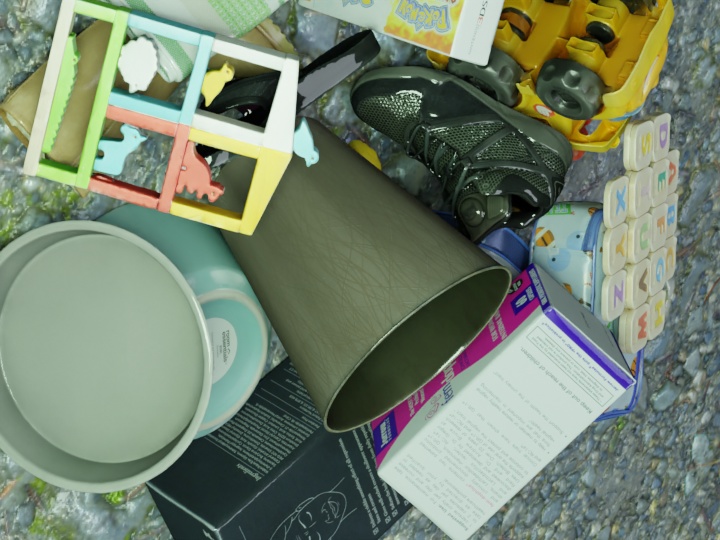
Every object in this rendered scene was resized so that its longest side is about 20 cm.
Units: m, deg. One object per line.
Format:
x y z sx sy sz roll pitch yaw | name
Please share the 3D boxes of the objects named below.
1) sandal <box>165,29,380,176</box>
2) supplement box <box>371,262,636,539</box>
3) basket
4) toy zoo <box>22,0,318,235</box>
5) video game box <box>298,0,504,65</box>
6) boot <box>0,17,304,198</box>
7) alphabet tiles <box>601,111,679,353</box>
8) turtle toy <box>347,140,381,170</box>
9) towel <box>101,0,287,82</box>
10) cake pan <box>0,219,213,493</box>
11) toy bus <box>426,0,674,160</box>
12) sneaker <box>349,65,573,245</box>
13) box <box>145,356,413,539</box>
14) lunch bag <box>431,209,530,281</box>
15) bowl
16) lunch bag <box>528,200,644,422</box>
-0.074 -0.131 1.272 0.200 0.075 0.048 -39 106 -23 | sandal
0.112 0.109 1.397 0.103 0.101 0.200 40 103 -17 | supplement box
-0.016 -0.009 1.299 0.180 0.200 0.136 -40 157 -3 | basket
-0.125 -0.105 1.195 0.198 0.020 0.132 16 106 -6 | toy zoo
0.045 -0.270 1.315 0.047 0.199 0.184 4 105 -40 | video game box
-0.153 -0.133 1.287 0.200 0.066 0.175 -50 123 -16 | boot
0.249 -0.033 1.488 0.195 0.014 0.202 -24 116 -61 | alphabet tiles
0.000 0.000 1.415 0.146 0.201 0.101 -39 158 10 | turtle toy
-0.111 -0.244 1.245 0.200 0.031 0.149 -40 92 -25 | towel
-0.197 0.062 1.255 0.037 0.199 0.202 -26 132 -73 | cake pan
0.184 -0.166 1.498 0.136 0.199 0.192 -59 143 -22 | toy bus
0.077 -0.097 1.432 0.076 0.198 0.115 -58 -172 49 | sneaker
-0.063 0.190 1.485 0.200 0.107 0.149 -40 131 -25 | box
0.092 0.020 1.531 0.200 0.135 0.133 44 63 -51 | lunch bag
-0.149 0.055 1.344 0.200 0.105 0.202 -20 122 -36 | bowl
0.209 0.031 1.520 0.160 0.075 0.202 1 96 -58 | lunch bag
